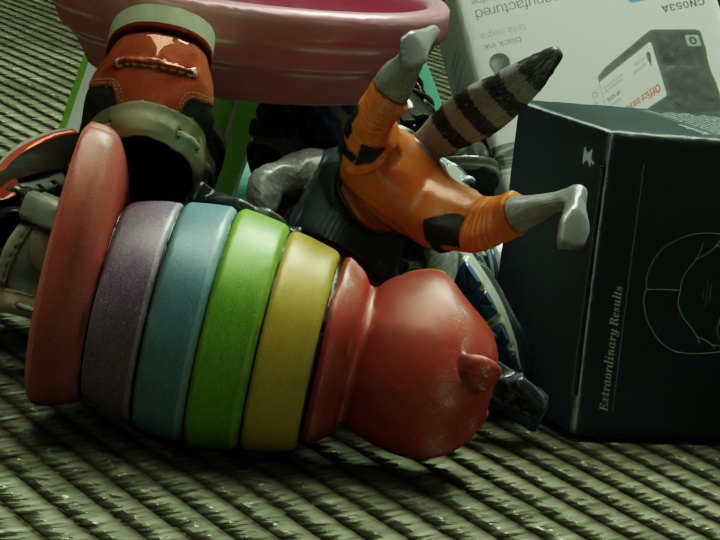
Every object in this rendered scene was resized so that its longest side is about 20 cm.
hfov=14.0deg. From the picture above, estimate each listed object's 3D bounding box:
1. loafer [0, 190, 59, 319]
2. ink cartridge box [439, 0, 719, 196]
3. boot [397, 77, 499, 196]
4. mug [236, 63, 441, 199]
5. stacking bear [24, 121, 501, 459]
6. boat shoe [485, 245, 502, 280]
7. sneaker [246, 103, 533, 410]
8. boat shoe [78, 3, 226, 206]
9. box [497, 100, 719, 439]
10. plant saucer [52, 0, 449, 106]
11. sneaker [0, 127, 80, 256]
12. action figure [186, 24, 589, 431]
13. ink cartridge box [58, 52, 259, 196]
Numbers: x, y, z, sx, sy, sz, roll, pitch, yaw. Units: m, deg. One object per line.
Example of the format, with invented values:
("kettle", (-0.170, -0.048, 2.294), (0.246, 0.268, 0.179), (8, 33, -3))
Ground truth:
("loafer", (-0.078, 0.029, 1.389), (0.199, 0.063, 0.072), (25, 0, 4))
("ink cartridge box", (0.135, -0.076, 1.606), (0.144, 0.201, 0.084), (-12, -16, -8))
("boot", (0.012, -0.125, 1.604), (0.069, 0.175, 0.200), (5, 0, -32))
("mug", (-0.033, -0.070, 1.795), (0.185, 0.115, 0.152), (-39, 33, -24))
("stacking bear", (-0.037, 0.027, 1.283), (0.199, 0.114, 0.122), (13, -29, 2))
("boat shoe", (0.000, 0.000, 1.600), (0.090, 0.071, 0.200), (0, 5, -34))
("sneaker", (0.033, -0.020, 1.463), (0.085, 0.077, 0.200), (-15, 61, -46))
("boat shoe", (-0.098, -0.054, 1.372), (0.071, 0.063, 0.200), (6, -21, -4))
("box", (0.178, 0.001, 1.465), (0.199, 0.149, 0.107), (3, 10, -23))
("plant saucer", (-0.057, -0.118, 1.446), (0.199, 0.051, 0.201), (7, 12, -2))
("sneaker", (-0.168, -0.018, 1.451), (0.199, 0.077, 0.082), (-25, 11, -32))
("action figure", (0.035, -0.021, 1.351), (0.200, 0.105, 0.193), (36, -32, -18))
("ink cartridge box", (-0.095, -0.059, 1.608), (0.075, 0.149, 0.200), (13, 14, -30))
